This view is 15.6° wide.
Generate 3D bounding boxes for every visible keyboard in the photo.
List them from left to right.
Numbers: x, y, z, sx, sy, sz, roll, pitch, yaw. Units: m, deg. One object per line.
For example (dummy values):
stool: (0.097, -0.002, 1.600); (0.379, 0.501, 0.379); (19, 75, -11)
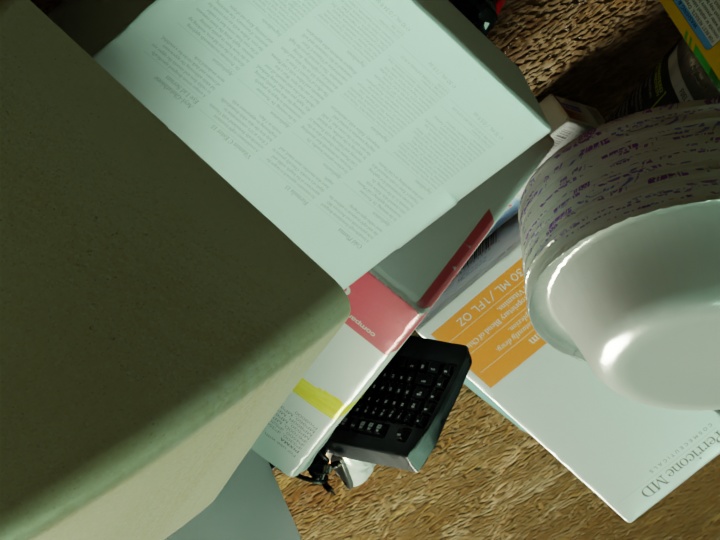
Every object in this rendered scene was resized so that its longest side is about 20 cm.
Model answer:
keyboard: (-0.022, 0.075, 1.513); (0.040, 0.105, 0.199); (31, 166, -31)

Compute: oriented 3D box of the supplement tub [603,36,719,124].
supplement tub: (0.201, -0.062, 1.515); (0.122, 0.123, 0.200); (-9, 148, -48)

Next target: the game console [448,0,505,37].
game console: (-0.037, -0.107, 1.273); (0.200, 0.119, 0.173); (-41, -170, 25)

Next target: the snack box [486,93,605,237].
snack box: (0.059, -0.033, 1.581); (0.200, 0.024, 0.072); (-39, 161, 19)

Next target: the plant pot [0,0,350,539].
plant pot: (-0.158, 0.044, 1.091); (0.177, 0.200, 0.200); (-44, 174, -36)

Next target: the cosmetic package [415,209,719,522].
cosmetic package: (0.137, 0.053, 1.651); (0.101, 0.200, 0.071); (-41, -159, 22)

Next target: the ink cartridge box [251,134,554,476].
ink cartridge box: (0.000, 0.000, 1.392); (0.145, 0.083, 0.200); (-53, 179, -37)

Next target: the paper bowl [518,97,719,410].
paper bowl: (0.185, 0.001, 1.381); (0.199, 0.105, 0.201); (-2, 151, -1)

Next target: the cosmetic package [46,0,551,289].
cosmetic package: (-0.032, -0.082, 1.174); (0.151, 0.052, 0.200); (-38, 133, 14)

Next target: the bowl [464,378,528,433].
bowl: (0.151, 0.039, 1.773); (0.200, 0.105, 0.201); (-29, 161, -11)

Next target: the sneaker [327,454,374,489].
sneaker: (0.012, 0.074, 1.715); (0.092, 0.076, 0.200); (-35, 169, -12)

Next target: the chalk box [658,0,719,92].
chalk box: (0.244, -0.172, 1.379); (0.124, 0.125, 0.199); (-42, 157, 27)

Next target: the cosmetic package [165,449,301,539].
cosmetic package: (-0.159, 0.176, 1.457); (0.199, 0.124, 0.199); (-23, -175, 21)
